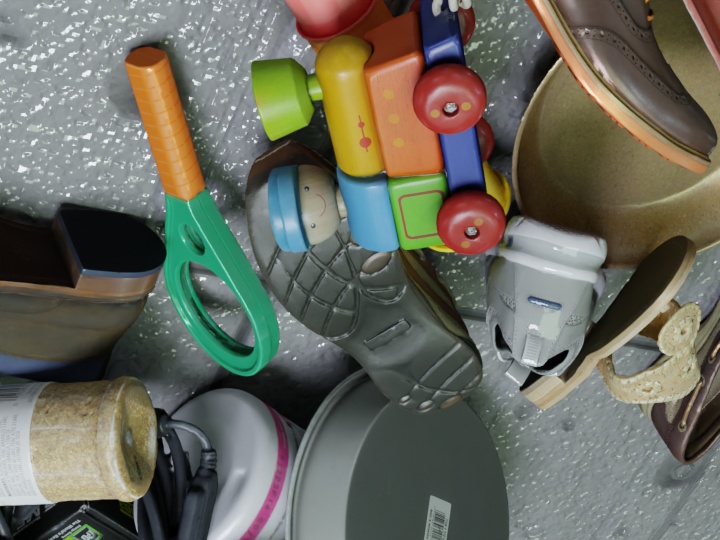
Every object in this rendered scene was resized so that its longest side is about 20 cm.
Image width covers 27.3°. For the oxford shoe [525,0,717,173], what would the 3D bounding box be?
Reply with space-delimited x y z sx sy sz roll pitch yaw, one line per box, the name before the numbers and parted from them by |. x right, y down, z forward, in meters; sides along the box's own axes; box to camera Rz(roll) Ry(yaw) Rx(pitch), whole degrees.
oxford shoe | 0.122 -0.131 0.729 0.073 0.071 0.200 -41 109 12

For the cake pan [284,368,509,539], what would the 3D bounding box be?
cake pan | 0.031 0.159 0.920 0.036 0.203 0.200 -6 147 39

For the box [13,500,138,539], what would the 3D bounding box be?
box | -0.199 0.234 1.006 0.199 0.048 0.193 -33 131 13

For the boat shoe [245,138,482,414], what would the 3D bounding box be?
boat shoe | 0.000 0.000 0.842 0.075 0.074 0.201 -26 128 15

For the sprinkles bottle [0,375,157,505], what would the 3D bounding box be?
sprinkles bottle | -0.214 0.097 0.819 0.197 0.069 0.069 -4 136 13

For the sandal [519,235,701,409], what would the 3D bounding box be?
sandal | 0.170 0.048 0.886 0.069 0.078 0.212 36 153 -2

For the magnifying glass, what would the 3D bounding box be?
magnifying glass | -0.088 -0.027 0.799 0.022 0.079 0.202 -39 132 -30

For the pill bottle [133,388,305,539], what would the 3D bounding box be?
pill bottle | -0.040 0.167 0.951 0.113 0.114 0.200 -38 132 17

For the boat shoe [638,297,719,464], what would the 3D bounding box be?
boat shoe | 0.264 0.049 0.974 0.072 0.072 0.200 22 121 -33

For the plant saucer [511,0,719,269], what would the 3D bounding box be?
plant saucer | 0.175 -0.088 0.845 0.197 0.036 0.202 -10 133 -10

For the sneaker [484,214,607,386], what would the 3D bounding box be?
sneaker | 0.094 0.024 0.839 0.074 0.083 0.200 17 174 11

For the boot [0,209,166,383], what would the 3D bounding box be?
boot | -0.208 0.017 0.786 0.197 0.075 0.098 7 126 -26

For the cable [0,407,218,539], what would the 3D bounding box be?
cable | -0.166 0.170 0.858 0.161 0.203 0.051 9 174 27

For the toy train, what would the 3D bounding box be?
toy train | -0.001 -0.094 0.690 0.114 0.085 0.202 -9 129 6

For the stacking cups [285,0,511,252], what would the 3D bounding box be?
stacking cups | 0.015 -0.091 0.770 0.060 0.061 0.200 -29 134 9

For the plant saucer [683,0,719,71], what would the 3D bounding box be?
plant saucer | 0.245 -0.181 0.751 0.199 0.037 0.200 -40 126 0
